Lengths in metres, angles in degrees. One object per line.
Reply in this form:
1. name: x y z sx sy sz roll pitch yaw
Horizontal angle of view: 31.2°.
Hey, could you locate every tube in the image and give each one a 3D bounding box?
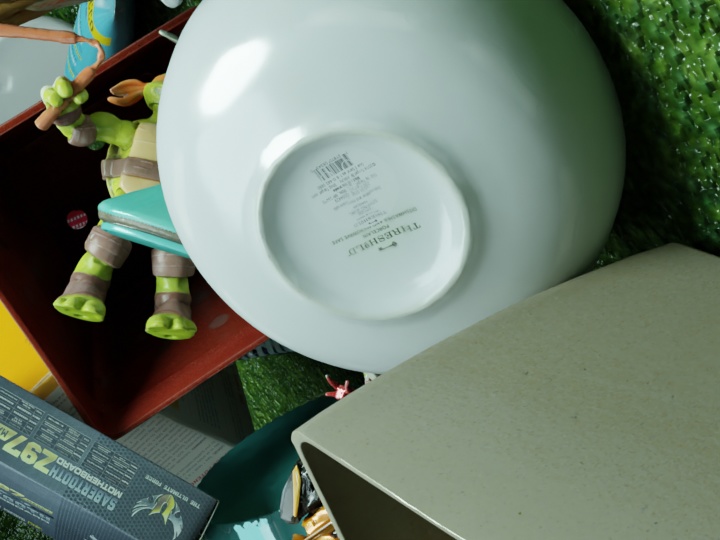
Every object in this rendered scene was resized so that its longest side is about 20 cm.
1. tube: -0.173 -0.170 0.884 0.200 0.050 0.078 137 128 -70

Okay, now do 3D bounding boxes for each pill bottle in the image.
1. pill bottle: -0.292 -0.153 1.086 0.200 0.113 0.113 14 137 60

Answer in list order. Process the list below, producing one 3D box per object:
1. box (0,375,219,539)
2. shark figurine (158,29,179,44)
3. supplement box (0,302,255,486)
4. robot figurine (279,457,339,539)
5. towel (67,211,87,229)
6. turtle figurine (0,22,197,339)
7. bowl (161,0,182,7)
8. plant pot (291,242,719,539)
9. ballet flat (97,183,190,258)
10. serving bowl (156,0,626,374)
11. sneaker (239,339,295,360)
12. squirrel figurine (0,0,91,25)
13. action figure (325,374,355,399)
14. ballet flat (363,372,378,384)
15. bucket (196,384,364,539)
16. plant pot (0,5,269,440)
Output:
1. box: -0.196 0.133 0.827 0.199 0.051 0.158 30 154 -3
2. shark figurine: -0.005 -0.101 0.602 0.128 0.090 0.214 25 -172 -36
3. supplement box: -0.179 0.087 0.987 0.200 0.073 0.126 32 -155 -38
4. robot figurine: 0.047 0.117 0.681 0.145 0.200 0.058 47 -159 -3
5. towel: -0.206 0.010 1.071 0.022 0.144 0.201 -6 104 44
6. turtle figurine: -0.128 -0.050 0.734 0.199 0.162 0.064 18 166 -32
7. bowl: -0.088 -0.217 0.520 0.202 0.090 0.201 61 -179 -1
8. plant pot: 0.127 0.107 0.485 0.200 0.177 0.200 25 147 45
9. ballet flat: -0.024 -0.020 0.627 0.199 0.071 0.067 20 180 0
10. serving bowl: 0.006 -0.034 0.521 0.199 0.066 0.201 6 122 9
11. sneaker: -0.080 0.042 0.941 0.200 0.108 0.070 17 139 60
12. squirrel figurine: -0.181 -0.229 0.650 0.200 0.141 0.188 -46 -58 -76
13. action figure: 0.043 0.120 0.752 0.199 0.066 0.099 11 163 31
14. ballet flat: 0.003 0.008 0.772 0.076 0.064 0.201 23 144 55
15. bucket: -0.015 0.183 0.916 0.207 0.207 0.135 4 123 64
16. plant pot: -0.149 -0.043 0.861 0.201 0.199 0.176 60 172 -19
